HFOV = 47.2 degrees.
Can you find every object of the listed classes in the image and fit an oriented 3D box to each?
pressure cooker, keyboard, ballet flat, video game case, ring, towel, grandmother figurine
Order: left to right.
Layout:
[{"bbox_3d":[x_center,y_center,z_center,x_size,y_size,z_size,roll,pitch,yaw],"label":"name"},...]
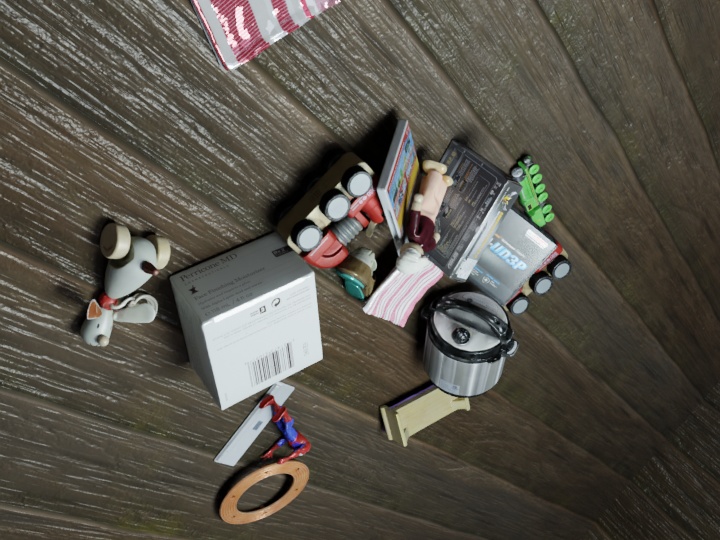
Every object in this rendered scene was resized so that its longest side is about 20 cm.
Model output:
[{"bbox_3d":[-0.203,0.296,1.583,0.201,0.011,0.056,-52,145,6],"label":"keyboard"},{"bbox_3d":[-0.198,0.451,1.688,0.199,0.019,0.201,-23,143,-18],"label":"ring"},{"bbox_3d":[-0.124,-0.371,1.091,0.199,0.023,0.145,-36,138,-12],"label":"towel"},{"bbox_3d":[0.000,0.000,1.441,0.073,0.067,0.200,-59,165,-9],"label":"ballet flat"},{"bbox_3d":[0.072,-0.133,1.382,0.201,0.017,0.144,68,35,-56],"label":"video game case"},{"bbox_3d":[0.086,0.036,1.563,0.147,0.030,0.200,-51,158,5],"label":"towel"},{"bbox_3d":[0.106,-0.080,1.396,0.121,0.060,0.201,46,54,-42],"label":"grandmother figurine"},{"bbox_3d":[0.219,0.141,1.678,0.174,0.180,0.201,-10,139,-9],"label":"pressure cooker"}]

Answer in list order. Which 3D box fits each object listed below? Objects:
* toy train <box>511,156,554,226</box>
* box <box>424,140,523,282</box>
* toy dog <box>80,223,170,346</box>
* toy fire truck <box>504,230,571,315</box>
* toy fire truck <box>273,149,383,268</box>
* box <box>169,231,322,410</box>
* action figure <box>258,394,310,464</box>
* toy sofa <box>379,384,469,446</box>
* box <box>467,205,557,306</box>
[{"bbox_3d":[0.347,-0.154,1.670,0.056,0.042,0.200,-34,140,1],"label":"toy train"},{"bbox_3d":[0.175,-0.106,1.465,0.048,0.158,0.201,13,113,-45],"label":"box"},{"bbox_3d":[-0.334,0.032,1.181,0.131,0.096,0.202,-12,129,-34],"label":"toy dog"},{"bbox_3d":[0.321,-0.020,1.682,0.176,0.129,0.200,-41,130,7],"label":"toy fire truck"},{"bbox_3d":[-0.025,-0.079,1.361,0.176,0.129,0.200,-46,130,1],"label":"toy fire truck"},{"bbox_3d":[-0.179,0.080,1.329,0.198,0.131,0.201,-25,135,-23],"label":"box"},{"bbox_3d":[-0.159,0.330,1.601,0.099,0.065,0.201,-43,144,-13],"label":"action figure"},{"bbox_3d":[0.139,0.302,1.844,0.199,0.097,0.084,-23,111,-25],"label":"toy sofa"},{"bbox_3d":[0.243,-0.053,1.547,0.199,0.046,0.159,38,109,-7],"label":"box"}]
